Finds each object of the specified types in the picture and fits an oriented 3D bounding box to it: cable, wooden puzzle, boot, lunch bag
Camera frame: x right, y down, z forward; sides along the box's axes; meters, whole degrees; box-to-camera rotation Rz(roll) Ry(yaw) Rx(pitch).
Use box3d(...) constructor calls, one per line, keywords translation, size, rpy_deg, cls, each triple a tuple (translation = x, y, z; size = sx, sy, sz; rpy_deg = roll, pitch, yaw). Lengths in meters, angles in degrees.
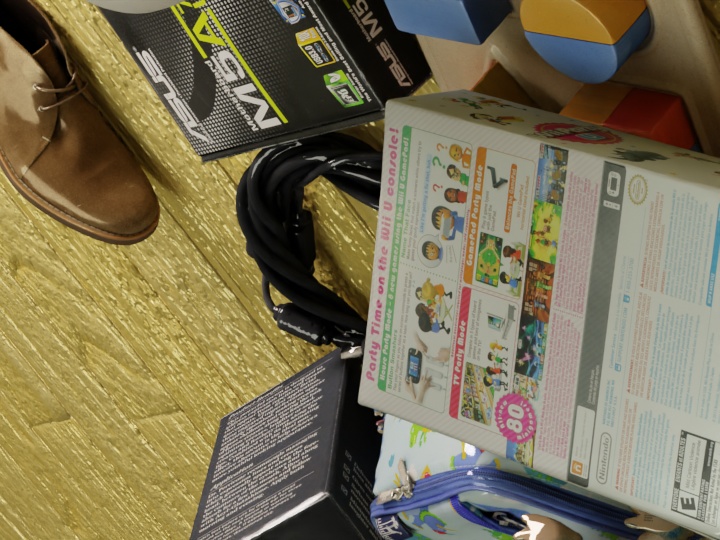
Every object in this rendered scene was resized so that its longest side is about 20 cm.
box3d(translation=(0.000, 0.000, 1.191), size=(0.163, 0.051, 0.201), rpy_deg=(38, 151, 15), cls="cable")
box3d(translation=(0.084, -0.095, 0.954), size=(0.184, 0.046, 0.201), rpy_deg=(17, 141, 43), cls="wooden puzzle")
box3d(translation=(-0.197, -0.101, 1.315), size=(0.200, 0.074, 0.075), rpy_deg=(47, 142, 2), cls="boot")
box3d(translation=(0.114, 0.118, 1.073), size=(0.199, 0.083, 0.161), rpy_deg=(20, 159, -21), cls="lunch bag")

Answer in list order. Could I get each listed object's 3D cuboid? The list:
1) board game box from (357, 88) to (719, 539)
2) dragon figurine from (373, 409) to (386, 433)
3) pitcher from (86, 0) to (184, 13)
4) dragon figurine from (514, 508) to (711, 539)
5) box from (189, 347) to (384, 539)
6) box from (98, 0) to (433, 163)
box3d(translation=(0.097, 0.013, 0.909), size=(0.199, 0.064, 0.149), rpy_deg=(19, 111, 36), cls="board game box")
box3d(translation=(0.074, 0.117, 1.216), size=(0.058, 0.100, 0.199), rpy_deg=(5, 173, 35), cls="dragon figurine")
box3d(translation=(-0.087, -0.230, 0.915), size=(0.172, 0.121, 0.200), rpy_deg=(53, 128, 19), cls="pitcher")
box3d(translation=(0.136, 0.150, 0.963), size=(0.199, 0.059, 0.099), rpy_deg=(-17, 143, 29), cls="dragon figurine")
box3d(translation=(-0.014, 0.164, 1.255), size=(0.107, 0.200, 0.149), rpy_deg=(-30, 108, 16), cls="box")
box3d(translation=(-0.078, -0.158, 1.093), size=(0.192, 0.048, 0.201), rpy_deg=(-8, 121, 53), cls="box")
